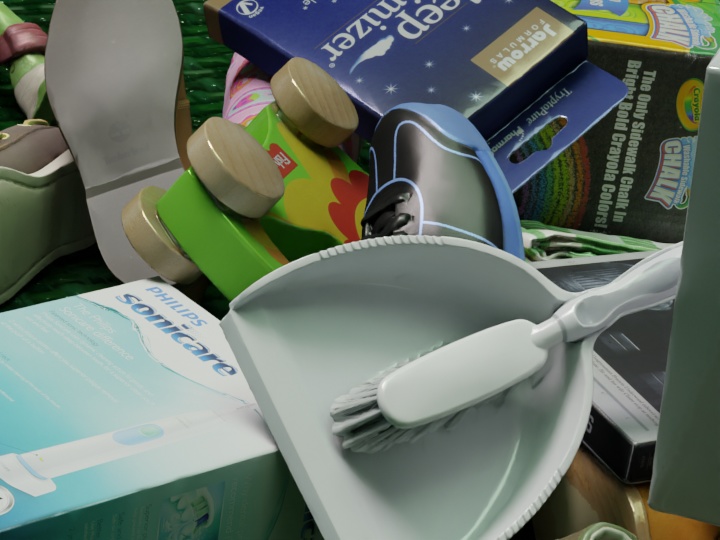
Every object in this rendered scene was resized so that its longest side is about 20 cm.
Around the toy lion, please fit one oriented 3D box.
[{"bbox_3d":[0.000,0.000,1.210,0.192,0.069,0.200,46,23,-1],"label":"toy lion"}]

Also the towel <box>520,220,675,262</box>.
[{"bbox_3d":[0.152,-0.009,1.333,0.198,0.024,0.152,6,6,-18],"label":"towel"}]

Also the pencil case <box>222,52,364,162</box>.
[{"bbox_3d":[-0.040,-0.069,1.388,0.087,0.088,0.200,9,28,-1],"label":"pencil case"}]

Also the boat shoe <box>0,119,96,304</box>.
[{"bbox_3d":[-0.184,-0.031,1.278,0.059,0.072,0.200,14,23,22],"label":"boat shoe"}]

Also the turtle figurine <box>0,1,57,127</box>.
[{"bbox_3d":[-0.211,-0.178,1.441,0.199,0.144,0.195,-34,54,6],"label":"turtle figurine"}]

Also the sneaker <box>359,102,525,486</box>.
[{"bbox_3d":[0.026,0.010,1.112,0.077,0.070,0.201,9,54,-37],"label":"sneaker"}]

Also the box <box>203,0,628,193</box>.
[{"bbox_3d":[0.030,-0.117,1.333,0.200,0.033,0.121,36,61,29],"label":"box"}]

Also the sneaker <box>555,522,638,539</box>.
[{"bbox_3d":[0.086,0.133,1.025,0.067,0.091,0.200,-11,33,-34],"label":"sneaker"}]

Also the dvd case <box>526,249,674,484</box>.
[{"bbox_3d":[0.161,0.036,1.157,0.199,0.025,0.150,-6,32,-29],"label":"dvd case"}]

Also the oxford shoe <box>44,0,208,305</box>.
[{"bbox_3d":[-0.114,-0.065,1.290,0.071,0.071,0.201,-11,65,2],"label":"oxford shoe"}]

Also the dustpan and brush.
[{"bbox_3d":[0.062,0.032,1.041,0.199,0.057,0.140,-23,81,-28],"label":"dustpan and brush"}]

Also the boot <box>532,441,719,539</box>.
[{"bbox_3d":[0.173,0.137,1.087,0.143,0.071,0.201,0,30,-32],"label":"boot"}]

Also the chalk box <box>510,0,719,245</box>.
[{"bbox_3d":[0.143,-0.094,1.450,0.198,0.126,0.124,7,28,-7],"label":"chalk box"}]

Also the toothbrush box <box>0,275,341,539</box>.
[{"bbox_3d":[-0.122,0.085,1.052,0.199,0.086,0.146,-15,35,-39],"label":"toothbrush box"}]

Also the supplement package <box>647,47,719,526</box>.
[{"bbox_3d":[0.234,0.004,0.995,0.198,0.193,0.147,14,28,17],"label":"supplement package"}]
